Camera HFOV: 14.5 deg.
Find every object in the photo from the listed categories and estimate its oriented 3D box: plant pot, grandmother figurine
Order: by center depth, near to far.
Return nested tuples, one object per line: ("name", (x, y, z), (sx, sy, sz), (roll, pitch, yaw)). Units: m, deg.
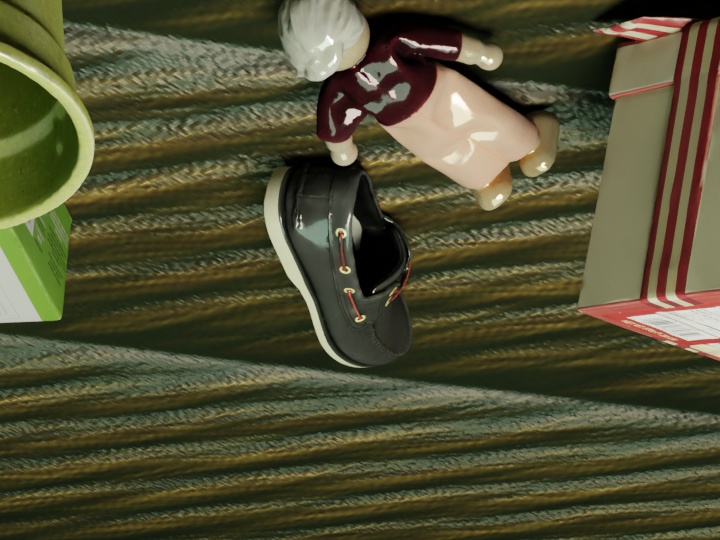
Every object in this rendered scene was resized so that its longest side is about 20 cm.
("plant pot", (-0.226, -0.145, 1.433), (0.199, 0.185, 0.201), (2, 151, 1))
("grandmother figurine", (0.024, -0.103, 1.633), (0.121, 0.061, 0.200), (-42, 132, 15))

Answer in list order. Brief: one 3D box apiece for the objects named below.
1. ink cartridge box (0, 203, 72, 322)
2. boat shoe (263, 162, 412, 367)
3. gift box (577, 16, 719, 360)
("ink cartridge box", (-0.296, -0.029, 1.763), (0.199, 0.076, 0.148), (-2, 152, 9))
("boat shoe", (0.000, 0.002, 1.803), (0.063, 0.074, 0.202), (0, 148, 20))
("gift box", (0.227, -0.052, 1.586), (0.184, 0.188, 0.199), (20, 166, -34))
